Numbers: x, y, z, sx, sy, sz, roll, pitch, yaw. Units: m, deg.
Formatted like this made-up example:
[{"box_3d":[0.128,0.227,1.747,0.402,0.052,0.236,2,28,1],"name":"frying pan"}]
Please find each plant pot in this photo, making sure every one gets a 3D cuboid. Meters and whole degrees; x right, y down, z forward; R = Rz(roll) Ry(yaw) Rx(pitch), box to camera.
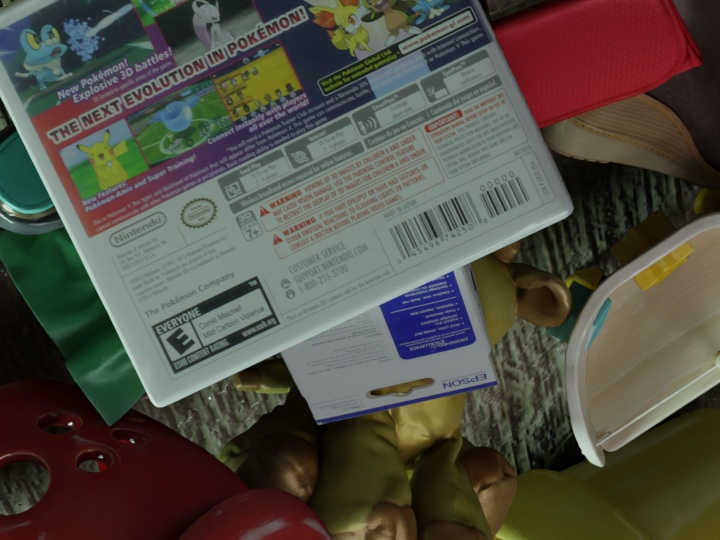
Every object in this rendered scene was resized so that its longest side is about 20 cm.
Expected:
[{"box_3d":[-0.116,0.171,1.084,0.200,0.182,0.201,-36,134,-48],"name":"plant pot"},{"box_3d":[0.187,0.192,1.433,0.189,0.201,0.201,-34,144,-24],"name":"plant pot"}]

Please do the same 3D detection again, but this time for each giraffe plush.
[{"box_3d":[0.028,0.050,1.184,0.172,0.200,0.163,20,116,-16],"name":"giraffe plush"}]

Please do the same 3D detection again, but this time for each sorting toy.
[{"box_3d":[0.176,0.010,1.232,0.200,0.107,0.180,-34,167,8],"name":"sorting toy"}]

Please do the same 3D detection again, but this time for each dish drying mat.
[{"box_3d":[0.048,-0.077,0.988,0.199,0.018,0.077,-19,145,17],"name":"dish drying mat"}]

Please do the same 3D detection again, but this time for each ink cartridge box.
[{"box_3d":[0.000,0.000,1.041,0.099,0.039,0.200,-13,144,5],"name":"ink cartridge box"}]

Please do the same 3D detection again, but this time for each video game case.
[{"box_3d":[-0.038,-0.064,0.938,0.199,0.183,0.023,-25,-175,9],"name":"video game case"}]

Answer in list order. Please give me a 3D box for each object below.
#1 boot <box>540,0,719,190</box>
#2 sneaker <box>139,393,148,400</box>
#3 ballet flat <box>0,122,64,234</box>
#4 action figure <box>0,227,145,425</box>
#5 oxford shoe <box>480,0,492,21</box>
[{"box_3d":[0.197,-0.129,1.188,0.200,0.072,0.167,0,126,-42],"name":"boot"},{"box_3d":[-0.056,-0.004,1.160,0.200,0.079,0.095,-36,163,5],"name":"sneaker"},{"box_3d":[-0.094,-0.081,1.047,0.200,0.073,0.073,-36,143,-14],"name":"ballet flat"},{"box_3d":[-0.069,-0.026,1.091,0.200,0.118,0.055,-36,163,0],"name":"action figure"},{"box_3d":[0.023,-0.168,1.041,0.071,0.071,0.201,-10,122,-1],"name":"oxford shoe"}]
